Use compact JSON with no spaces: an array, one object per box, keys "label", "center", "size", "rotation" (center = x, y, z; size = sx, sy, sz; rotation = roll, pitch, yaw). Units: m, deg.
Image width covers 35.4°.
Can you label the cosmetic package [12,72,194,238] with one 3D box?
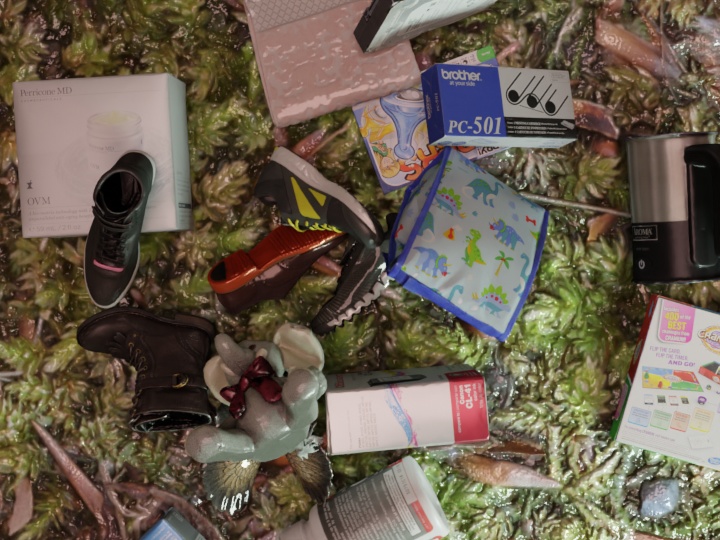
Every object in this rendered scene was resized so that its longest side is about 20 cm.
[{"label":"cosmetic package","center":[-0.328,-0.146,1.456],"size":[0.199,0.123,0.200],"rotation":[-3,91,2]}]

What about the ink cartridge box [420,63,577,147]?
[{"label":"ink cartridge box","center":[0.176,-0.205,1.420],"size":[0.200,0.044,0.094],"rotation":[-2,81,-26]}]

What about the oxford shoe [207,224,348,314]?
[{"label":"oxford shoe","center":[-0.100,-0.010,1.491],"size":[0.200,0.071,0.073],"rotation":[-25,125,-4]}]

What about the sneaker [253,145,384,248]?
[{"label":"sneaker","center":[-0.055,-0.077,1.454],"size":[0.200,0.074,0.085],"rotation":[38,89,26]}]

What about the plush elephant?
[{"label":"plush elephant","center":[-0.122,0.136,1.334],"size":[0.165,0.200,0.155],"rotation":[-33,64,7]}]

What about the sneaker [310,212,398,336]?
[{"label":"sneaker","center":[0.000,0.000,1.480],"size":[0.200,0.066,0.091],"rotation":[-41,88,0]}]

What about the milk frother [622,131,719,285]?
[{"label":"milk frother","center":[0.450,-0.081,1.437],"size":[0.200,0.180,0.188],"rotation":[-6,94,-41]}]

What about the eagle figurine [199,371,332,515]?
[{"label":"eagle figurine","center":[-0.118,0.201,1.452],"size":[0.151,0.152,0.200],"rotation":[17,58,-32]}]

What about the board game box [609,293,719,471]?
[{"label":"board game box","center":[0.430,0.147,1.480],"size":[0.153,0.040,0.200],"rotation":[17,93,1]}]

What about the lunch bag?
[{"label":"lunch bag","center":[0.126,-0.024,1.390],"size":[0.170,0.200,0.127],"rotation":[30,134,-11]}]

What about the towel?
[{"label":"towel","center":[-0.040,-0.300,1.463],"size":[0.200,0.032,0.191],"rotation":[-17,80,4]}]

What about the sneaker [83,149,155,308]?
[{"label":"sneaker","center":[-0.299,-0.045,1.352],"size":[0.071,0.099,0.200],"rotation":[16,99,-2]}]

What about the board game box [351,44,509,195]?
[{"label":"board game box","center":[0.100,-0.196,1.479],"size":[0.200,0.034,0.135],"rotation":[-21,92,3]}]

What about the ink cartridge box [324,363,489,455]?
[{"label":"ink cartridge box","center":[0.054,0.174,1.436],"size":[0.200,0.148,0.086],"rotation":[-3,93,-3]}]

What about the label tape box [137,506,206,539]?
[{"label":"label tape box","center":[-0.238,0.440,1.509],"size":[0.143,0.066,0.200],"rotation":[-45,93,4]}]

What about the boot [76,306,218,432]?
[{"label":"boot","center":[-0.276,0.131,1.440],"size":[0.200,0.174,0.069],"rotation":[-1,133,1]}]

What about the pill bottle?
[{"label":"pill bottle","center":[0.004,0.336,1.469],"size":[0.200,0.114,0.114],"rotation":[-28,91,3]}]

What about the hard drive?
[{"label":"hard drive","center":[0.099,-0.339,1.388],"size":[0.200,0.140,0.038],"rotation":[-23,82,-20]}]
